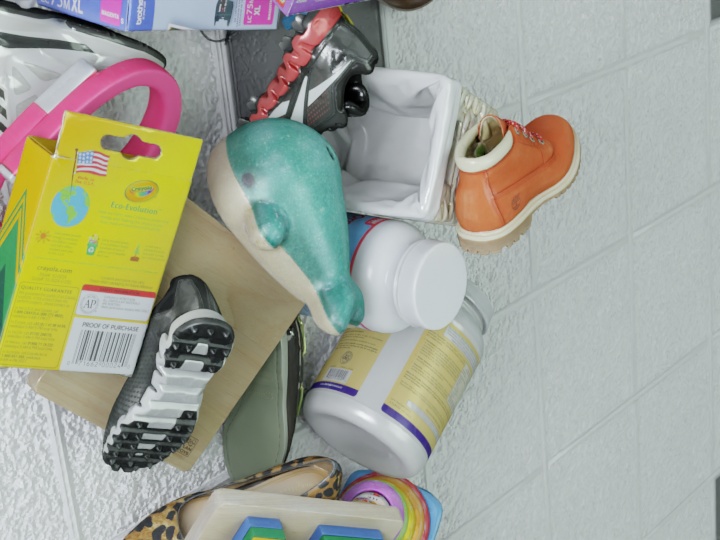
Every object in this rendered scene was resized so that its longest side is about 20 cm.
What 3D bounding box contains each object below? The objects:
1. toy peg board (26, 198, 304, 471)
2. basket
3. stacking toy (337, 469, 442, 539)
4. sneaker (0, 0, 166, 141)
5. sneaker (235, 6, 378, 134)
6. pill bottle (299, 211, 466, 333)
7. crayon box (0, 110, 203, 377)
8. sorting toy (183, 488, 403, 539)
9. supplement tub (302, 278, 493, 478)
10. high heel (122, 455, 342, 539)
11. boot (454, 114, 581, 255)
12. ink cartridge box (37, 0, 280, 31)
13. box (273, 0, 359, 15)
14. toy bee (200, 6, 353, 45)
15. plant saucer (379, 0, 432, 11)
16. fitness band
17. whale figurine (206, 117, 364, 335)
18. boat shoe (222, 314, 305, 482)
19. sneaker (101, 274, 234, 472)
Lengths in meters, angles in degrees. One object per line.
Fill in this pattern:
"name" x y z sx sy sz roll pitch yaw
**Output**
"toy peg board" -0.183 0.042 1.164 0.200 0.098 0.200 -55 135 -5
"basket" 0.023 -0.120 1.280 0.123 0.199 0.137 10 91 -57
"stacking toy" 0.012 0.257 1.357 0.200 0.115 0.110 57 53 -72
"sneaker" -0.252 -0.148 1.053 0.200 0.075 0.116 6 105 -47
"sneaker" -0.049 -0.149 1.201 0.201 0.098 0.071 -55 -176 35
"pill bottle" 0.000 0.000 1.271 0.108 0.199 0.110 -14 109 -48
"crayon box" -0.208 -0.023 1.003 0.126 0.051 0.201 9 106 -42
"sorting toy" -0.080 0.304 1.225 0.199 0.070 0.199 12 125 -32
"supplement tub" 0.043 0.101 1.388 0.201 0.145 0.146 -59 136 -23
"high heel" -0.117 0.216 1.216 0.199 0.143 0.072 -5 60 -35
"boot" 0.150 -0.112 1.242 0.200 0.075 0.108 -48 134 -42
"ink cartridge box" -0.175 -0.224 1.074 0.199 0.119 0.042 -10 115 -49
"box" -0.064 -0.305 1.128 0.136 0.200 0.039 -21 151 -40
"toy bee" -0.042 -0.262 1.222 0.131 0.108 0.201 51 48 -24
"plant saucer" 0.040 -0.373 1.369 0.199 0.032 0.202 -14 108 -47
"fitness band" -0.224 -0.089 1.050 0.200 0.037 0.144 -46 156 -10
"whale figurine" -0.046 -0.043 1.140 0.201 0.103 0.159 58 15 6
"boat shoe" -0.089 0.128 1.288 0.061 0.071 0.203 -34 136 -58
"sneaker" -0.163 0.082 1.084 0.066 0.091 0.201 11 129 -29
